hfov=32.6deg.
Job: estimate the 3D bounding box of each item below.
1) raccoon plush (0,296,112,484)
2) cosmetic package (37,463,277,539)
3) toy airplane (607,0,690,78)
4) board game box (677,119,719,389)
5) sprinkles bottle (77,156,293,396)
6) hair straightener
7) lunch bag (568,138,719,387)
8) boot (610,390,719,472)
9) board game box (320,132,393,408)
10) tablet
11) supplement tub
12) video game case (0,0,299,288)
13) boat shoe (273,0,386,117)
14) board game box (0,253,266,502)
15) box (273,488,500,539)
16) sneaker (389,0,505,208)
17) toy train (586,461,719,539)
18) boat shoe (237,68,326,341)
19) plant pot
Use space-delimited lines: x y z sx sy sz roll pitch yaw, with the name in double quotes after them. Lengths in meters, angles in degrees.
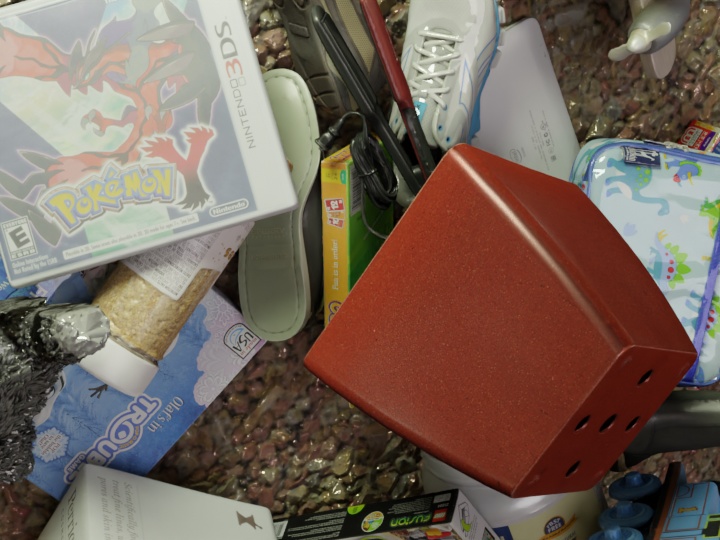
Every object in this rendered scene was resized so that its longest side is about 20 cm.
-0.228 0.092 0.794 0.097 0.200 0.134 -12 98 -33 "raccoon plush"
-0.168 0.283 0.917 0.165 0.165 0.200 20 118 -28 "cosmetic package"
0.205 -0.265 0.929 0.200 0.141 0.199 22 98 -28 "toy airplane"
0.305 -0.012 1.119 0.151 0.046 0.200 32 93 -30 "board game box"
-0.128 -0.011 0.866 0.068 0.068 0.200 36 86 -30 "sprinkles bottle"
0.008 -0.098 0.878 0.077 0.041 0.200 -19 116 12 "hair straightener"
0.244 -0.007 1.028 0.160 0.082 0.200 11 97 -6 "lunch bag"
0.279 0.136 1.065 0.200 0.138 0.078 13 74 -68 "boot"
0.000 0.000 0.967 0.096 0.030 0.200 -40 131 -60 "board game box"
0.123 -0.095 1.028 0.130 0.014 0.200 -30 117 -11 "tablet"
0.138 0.203 1.065 0.145 0.145 0.200 -29 118 -12 "supplement tub"
-0.161 -0.102 0.822 0.200 0.023 0.183 -16 89 0 "video game case"
-0.025 -0.211 0.893 0.073 0.074 0.200 -31 127 -21 "boat shoe"
-0.205 0.061 0.919 0.200 0.043 0.199 -48 120 -2 "board game box"
0.021 0.238 1.015 0.110 0.200 0.035 52 39 -29 "box"
0.058 -0.135 0.916 0.075 0.087 0.200 12 119 18 "sneaker"
0.254 0.222 0.996 0.114 0.200 0.087 -9 101 24 "toy train"
-0.058 -0.050 0.937 0.072 0.061 0.202 4 97 17 "boat shoe"
0.118 0.054 0.890 0.200 0.176 0.200 10 120 -54 "plant pot"
